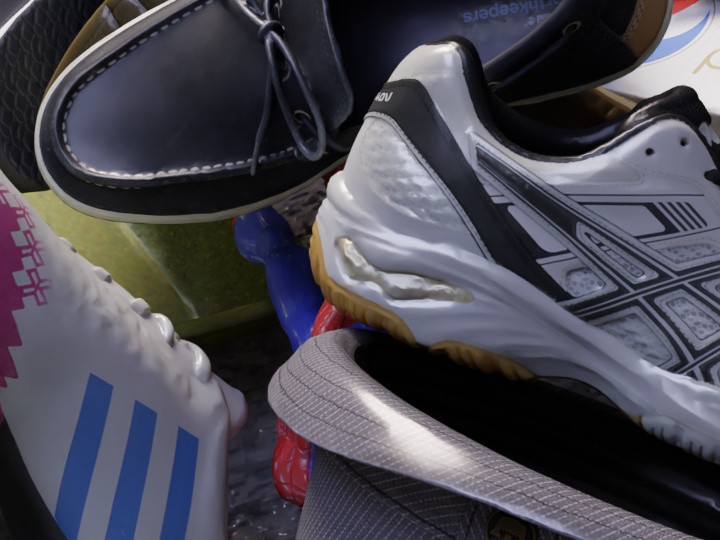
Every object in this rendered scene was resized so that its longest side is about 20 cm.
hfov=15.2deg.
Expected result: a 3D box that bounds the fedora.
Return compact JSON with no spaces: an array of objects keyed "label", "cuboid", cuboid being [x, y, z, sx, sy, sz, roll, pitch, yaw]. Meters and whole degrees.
[{"label":"fedora","cuboid":[0.059,0.089,0.698,0.200,0.177,0.090,21,97,9]}]

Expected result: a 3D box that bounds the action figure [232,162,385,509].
[{"label":"action figure","cuboid":[0.000,0.000,0.838,0.065,0.099,0.200,6,44,-19]}]

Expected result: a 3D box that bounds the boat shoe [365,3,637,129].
[{"label":"boat shoe","cuboid":[0.088,-0.013,0.814,0.200,0.065,0.071,40,98,19]}]

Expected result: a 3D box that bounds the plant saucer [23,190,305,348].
[{"label":"plant saucer","cuboid":[-0.144,-0.022,0.901,0.200,0.048,0.200,-15,52,-38]}]

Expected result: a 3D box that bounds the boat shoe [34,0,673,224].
[{"label":"boat shoe","cuboid":[-0.010,-0.065,0.786,0.200,0.062,0.075,-14,76,18]}]

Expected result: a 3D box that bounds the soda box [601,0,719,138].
[{"label":"soda box","cuboid":[0.122,-0.047,0.852,0.200,0.068,0.064,16,53,39]}]

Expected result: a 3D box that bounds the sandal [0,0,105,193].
[{"label":"sandal","cuboid":[-0.087,-0.096,0.928,0.043,0.076,0.200,-4,26,34]}]

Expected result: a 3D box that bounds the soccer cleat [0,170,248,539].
[{"label":"soccer cleat","cuboid":[-0.084,0.029,0.791,0.086,0.200,0.070,-31,22,-26]}]

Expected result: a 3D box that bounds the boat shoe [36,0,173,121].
[{"label":"boat shoe","cuboid":[-0.016,-0.092,0.861,0.201,0.066,0.072,-44,81,8]}]

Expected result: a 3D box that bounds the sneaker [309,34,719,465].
[{"label":"sneaker","cuboid":[0.090,-0.001,0.722,0.200,0.088,0.076,20,10,-1]}]
